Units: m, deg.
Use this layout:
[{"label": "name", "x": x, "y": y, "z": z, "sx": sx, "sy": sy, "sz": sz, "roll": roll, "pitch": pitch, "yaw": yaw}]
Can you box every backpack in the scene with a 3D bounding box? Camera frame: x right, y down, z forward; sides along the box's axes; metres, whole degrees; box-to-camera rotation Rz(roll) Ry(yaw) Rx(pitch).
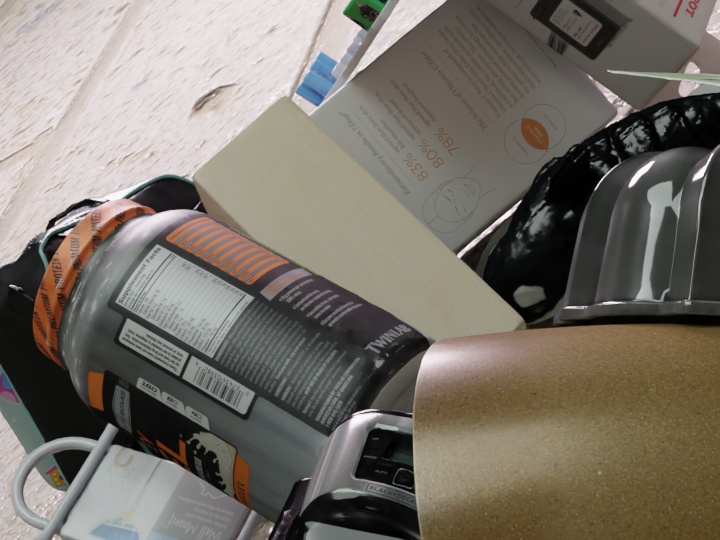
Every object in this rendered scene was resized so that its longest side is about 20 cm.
[{"label": "backpack", "x": -0.151, "y": 0.038, "z": 1.234, "sx": 0.153, "sy": 0.177, "sz": 0.200, "roll": -26, "pitch": 10, "yaw": 42}]

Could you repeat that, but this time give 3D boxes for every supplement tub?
[{"label": "supplement tub", "x": -0.065, "y": 0.048, "z": 0.981, "sx": 0.199, "sy": 0.123, "sz": 0.123, "roll": 28, "pitch": 60, "yaw": 22}]

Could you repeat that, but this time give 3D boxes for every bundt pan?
[{"label": "bundt pan", "x": 0.182, "y": -0.008, "z": 0.799, "sx": 0.201, "sy": 0.201, "sz": 0.077, "roll": -4, "pitch": 79, "yaw": 53}]

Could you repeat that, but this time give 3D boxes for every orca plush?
[{"label": "orca plush", "x": 0.142, "y": -0.045, "z": 1.042, "sx": 0.199, "sy": 0.071, "sz": 0.106, "roll": -27, "pitch": 59, "yaw": 19}]

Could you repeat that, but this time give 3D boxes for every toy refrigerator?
[{"label": "toy refrigerator", "x": 0.000, "y": 0.000, "z": 1.074, "sx": 0.076, "sy": 0.070, "sz": 0.200, "roll": -42, "pitch": 68, "yaw": -11}]

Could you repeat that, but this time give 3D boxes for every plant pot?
[{"label": "plant pot", "x": 0.144, "y": 0.097, "z": 0.723, "sx": 0.198, "sy": 0.187, "sz": 0.187, "roll": -13, "pitch": 30, "yaw": 17}]

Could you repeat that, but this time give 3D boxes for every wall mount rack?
[{"label": "wall mount rack", "x": -0.130, "y": 0.141, "z": 1.036, "sx": 0.198, "sy": 0.075, "sz": 0.174, "roll": 13, "pitch": 54, "yaw": 23}]

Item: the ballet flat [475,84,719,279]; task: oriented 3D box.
[{"label": "ballet flat", "x": 0.154, "y": -0.038, "z": 1.105, "sx": 0.200, "sy": 0.046, "sz": 0.068, "roll": -39, "pitch": 55, "yaw": 11}]

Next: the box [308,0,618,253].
[{"label": "box", "x": 0.044, "y": -0.076, "z": 1.193, "sx": 0.200, "sy": 0.125, "sz": 0.097, "roll": -39, "pitch": -2, "yaw": -5}]

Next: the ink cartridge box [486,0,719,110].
[{"label": "ink cartridge box", "x": 0.155, "y": -0.181, "z": 1.151, "sx": 0.067, "sy": 0.199, "sz": 0.116, "roll": -49, "pitch": 9, "yaw": 45}]

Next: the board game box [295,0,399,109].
[{"label": "board game box", "x": 0.032, "y": -0.205, "z": 1.177, "sx": 0.201, "sy": 0.026, "sz": 0.200, "roll": -58, "pitch": 4, "yaw": -15}]

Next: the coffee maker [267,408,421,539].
[{"label": "coffee maker", "x": -0.018, "y": 0.182, "z": 0.794, "sx": 0.192, "sy": 0.134, "sz": 0.200, "roll": -53, "pitch": 0, "yaw": 33}]

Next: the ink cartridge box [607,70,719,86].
[{"label": "ink cartridge box", "x": 0.235, "y": -0.067, "z": 0.882, "sx": 0.198, "sy": 0.048, "sz": 0.145, "roll": -4, "pitch": 11, "yaw": -25}]
